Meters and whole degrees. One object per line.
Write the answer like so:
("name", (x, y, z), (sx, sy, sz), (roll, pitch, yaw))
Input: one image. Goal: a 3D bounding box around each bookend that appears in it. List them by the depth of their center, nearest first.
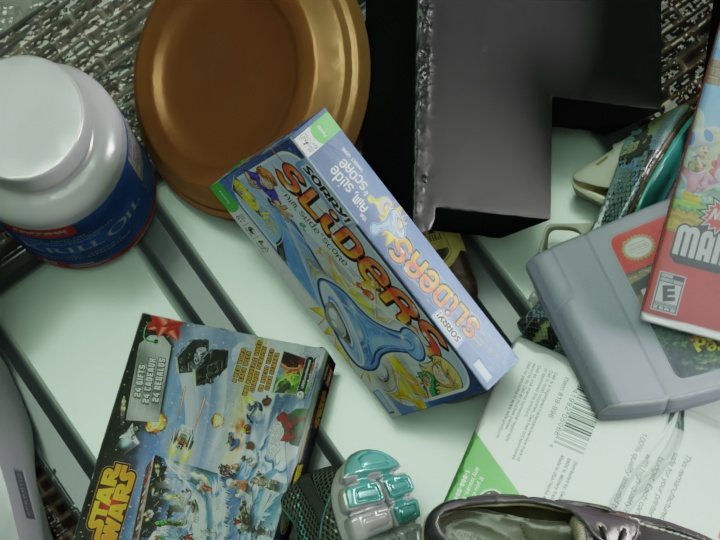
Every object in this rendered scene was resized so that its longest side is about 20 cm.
("bookend", (0.109, -0.107, 1.356), (0.199, 0.092, 0.199), (4, 80, -21))

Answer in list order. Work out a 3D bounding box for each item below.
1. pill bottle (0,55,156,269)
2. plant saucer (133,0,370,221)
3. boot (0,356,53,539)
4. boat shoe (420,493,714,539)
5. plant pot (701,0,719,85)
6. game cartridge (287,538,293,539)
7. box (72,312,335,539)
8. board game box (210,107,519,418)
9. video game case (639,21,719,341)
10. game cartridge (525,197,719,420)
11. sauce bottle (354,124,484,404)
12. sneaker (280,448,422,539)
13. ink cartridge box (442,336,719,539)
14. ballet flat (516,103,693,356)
("pill bottle", (-0.205, -0.073, 1.353), (0.112, 0.200, 0.113), (-1, 78, 5))
("plant saucer", (-0.083, -0.133, 1.390), (0.200, 0.037, 0.201), (0, 90, 35))
("boot", (-0.271, 0.150, 1.378), (0.095, 0.074, 0.200), (-24, 64, 14))
("boat shoe", (0.134, 0.178, 1.255), (0.199, 0.065, 0.072), (11, 79, 7))
("plant pot", (0.336, -0.166, 1.344), (0.199, 0.177, 0.201), (8, 80, 7))
("game cartridge", (-0.031, 0.295, 1.345), (0.133, 0.040, 0.200), (-40, 78, -8))
("box", (-0.108, 0.137, 1.363), (0.137, 0.040, 0.201), (11, 72, 15))
("board game box", (0.000, 0.000, 1.302), (0.034, 0.135, 0.200), (-42, 98, -27))
("video game case", (0.267, -0.047, 1.258), (0.143, 0.017, 0.201), (15, 101, 6))
("game cartridge", (0.224, 0.015, 1.316), (0.200, 0.041, 0.133), (-23, 74, -8))
("sauce bottle", (0.042, -0.008, 1.390), (0.065, 0.065, 0.200), (-22, 77, -1))
("sneaker", (0.002, 0.215, 1.313), (0.091, 0.077, 0.201), (-10, 91, 44))
("ink cartridge box", (0.165, 0.152, 1.335), (0.200, 0.083, 0.147), (24, 80, 10))
("ballet flat", (0.164, -0.033, 1.385), (0.074, 0.074, 0.200), (24, 79, 9))
